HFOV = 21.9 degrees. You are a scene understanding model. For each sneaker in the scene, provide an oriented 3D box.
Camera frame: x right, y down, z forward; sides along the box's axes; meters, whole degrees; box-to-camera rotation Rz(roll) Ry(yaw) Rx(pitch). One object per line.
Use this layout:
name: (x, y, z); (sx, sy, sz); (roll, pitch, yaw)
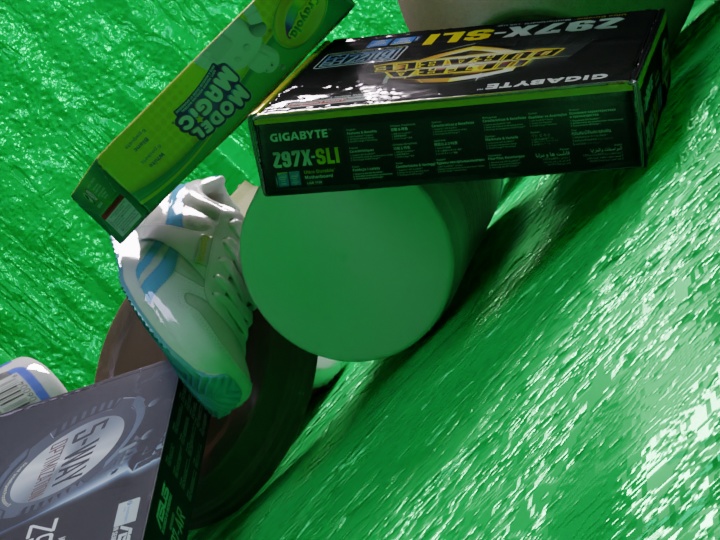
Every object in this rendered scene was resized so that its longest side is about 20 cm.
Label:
sneaker: (-0.093, 0.008, 1.101); (0.081, 0.077, 0.200); (-28, 37, 1)

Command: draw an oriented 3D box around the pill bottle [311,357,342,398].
pill bottle: (-0.114, 0.088, 1.295); (0.200, 0.114, 0.114); (-44, 5, 26)

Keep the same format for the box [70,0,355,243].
box: (-0.079, -0.107, 1.087); (0.200, 0.048, 0.117); (-49, 7, -16)

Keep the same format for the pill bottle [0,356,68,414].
pill bottle: (-0.282, 0.147, 1.222); (0.199, 0.114, 0.114); (-27, -5, -27)

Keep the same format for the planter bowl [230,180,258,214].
planter bowl: (-0.173, -0.054, 2.911); (0.200, 0.135, 0.200); (-46, 4, 4)

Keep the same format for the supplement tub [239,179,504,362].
supplement tub: (0.013, -0.039, 1.134); (0.132, 0.132, 0.200); (-44, 5, 22)

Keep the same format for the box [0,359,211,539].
box: (-0.175, 0.146, 1.072); (0.160, 0.044, 0.200); (-18, 31, 16)

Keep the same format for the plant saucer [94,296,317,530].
plant saucer: (-0.106, 0.064, 1.187); (0.199, 0.029, 0.201); (-20, 60, 38)

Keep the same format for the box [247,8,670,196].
box: (0.059, -0.091, 0.986); (0.199, 0.050, 0.160); (-3, 18, 16)

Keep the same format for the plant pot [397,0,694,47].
plant pot: (0.108, -0.165, 1.118); (0.200, 0.200, 0.135); (-42, 27, 41)
